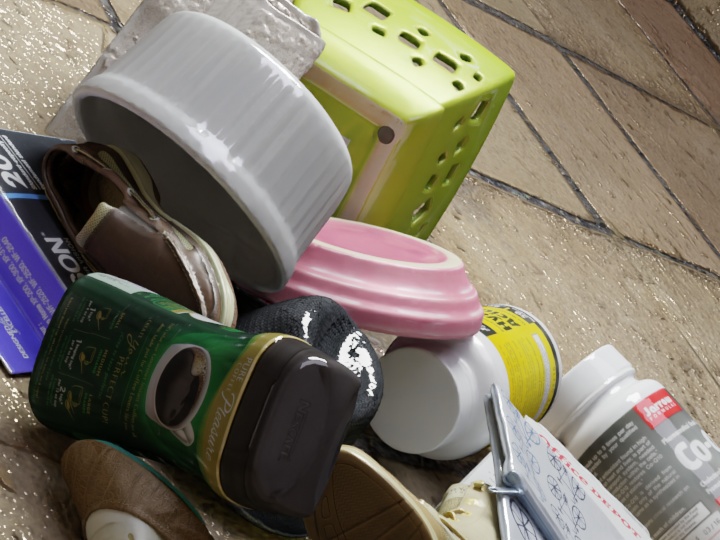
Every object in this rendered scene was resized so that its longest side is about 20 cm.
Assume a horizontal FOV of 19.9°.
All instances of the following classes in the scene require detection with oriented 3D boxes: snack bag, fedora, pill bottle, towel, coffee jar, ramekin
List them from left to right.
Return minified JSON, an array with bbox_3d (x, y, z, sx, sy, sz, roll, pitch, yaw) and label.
[{"bbox_3d":[-0.129,-0.143,1.553,0.132,0.201,0.034,38,-10,-10],"label":"towel"},{"bbox_3d":[-0.098,0.075,1.230,0.199,0.105,0.085,18,-7,34],"label":"coffee jar"},{"bbox_3d":[-0.099,-0.088,1.447,0.200,0.098,0.201,37,-17,13],"label":"ramekin"},{"bbox_3d":[-0.046,0.079,1.395,0.200,0.091,0.201,41,30,-31],"label":"fedora"},{"bbox_3d":[0.079,0.090,1.630,0.111,0.111,0.200,48,21,13],"label":"pill bottle"},{"bbox_3d":[0.142,0.196,1.375,0.189,0.021,0.201,52,20,-27],"label":"snack bag"},{"bbox_3d":[0.249,0.168,1.780,0.200,0.114,0.114,49,22,15],"label":"pill bottle"}]

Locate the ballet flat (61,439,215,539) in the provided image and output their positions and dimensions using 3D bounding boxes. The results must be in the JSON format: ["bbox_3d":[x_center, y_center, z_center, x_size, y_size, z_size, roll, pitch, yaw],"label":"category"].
[{"bbox_3d":[-0.108,0.184,1.198,0.200,0.068,0.072,45,40,-5],"label":"ballet flat"}]

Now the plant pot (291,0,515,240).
[{"bbox_3d":[-0.016,-0.122,1.726,0.199,0.200,0.181,33,24,10],"label":"plant pot"}]

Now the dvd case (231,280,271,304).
[{"bbox_3d":[-0.096,0.028,1.561,0.200,0.022,0.146,46,21,5],"label":"dvd case"}]

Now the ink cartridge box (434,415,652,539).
[{"bbox_3d":[0.126,0.208,1.522,0.145,0.084,0.200,45,21,6],"label":"ink cartridge box"}]

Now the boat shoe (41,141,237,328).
[{"bbox_3d":[-0.156,-0.014,1.354,0.075,0.075,0.202,19,21,-46],"label":"boat shoe"}]

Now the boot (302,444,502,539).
[{"bbox_3d":[0.043,0.168,1.302,0.200,0.073,0.156,47,20,-10],"label":"boot"}]

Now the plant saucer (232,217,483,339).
[{"bbox_3d":[0.000,0.000,1.562,0.199,0.051,0.201,12,10,-2],"label":"plant saucer"}]

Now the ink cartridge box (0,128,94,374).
[{"bbox_3d":[-0.214,-0.016,1.401,0.199,0.043,0.200,52,23,20],"label":"ink cartridge box"}]
